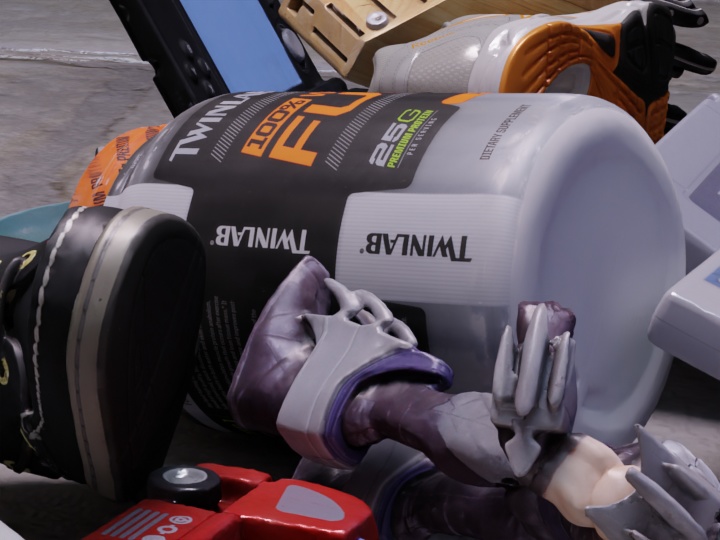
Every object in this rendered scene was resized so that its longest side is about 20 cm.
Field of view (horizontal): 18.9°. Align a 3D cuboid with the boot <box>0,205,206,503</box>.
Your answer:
[{"bbox_3d":[-0.125,0.012,0.627,0.152,0.074,0.204,18,-14,1],"label":"boot"}]

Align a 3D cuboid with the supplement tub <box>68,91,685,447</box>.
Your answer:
[{"bbox_3d":[0.000,0.000,0.741,0.199,0.124,0.122,4,12,35],"label":"supplement tub"}]

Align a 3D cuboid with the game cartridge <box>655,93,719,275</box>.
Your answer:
[{"bbox_3d":[0.172,-0.008,0.884,0.133,0.041,0.200,33,24,10],"label":"game cartridge"}]

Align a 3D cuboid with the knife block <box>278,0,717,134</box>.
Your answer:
[{"bbox_3d":[0.073,-0.094,1.020,0.199,0.177,0.064,-29,45,-16],"label":"knife block"}]

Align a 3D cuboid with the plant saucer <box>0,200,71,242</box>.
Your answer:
[{"bbox_3d":[-0.072,-0.001,0.956,0.198,0.028,0.200,3,13,-1],"label":"plant saucer"}]

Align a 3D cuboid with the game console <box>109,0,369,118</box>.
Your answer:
[{"bbox_3d":[-0.015,-0.111,1.025,0.116,0.177,0.200,-28,4,17],"label":"game console"}]

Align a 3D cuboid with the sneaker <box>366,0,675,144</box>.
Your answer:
[{"bbox_3d":[0.072,-0.084,0.936,0.091,0.077,0.199,9,6,28],"label":"sneaker"}]

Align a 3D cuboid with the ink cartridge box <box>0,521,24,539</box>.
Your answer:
[{"bbox_3d":[-0.203,0.080,0.552,0.198,0.051,0.162,1,6,-25],"label":"ink cartridge box"}]

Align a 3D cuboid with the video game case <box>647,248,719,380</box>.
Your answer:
[{"bbox_3d":[0.207,0.035,0.740,0.181,0.022,0.200,29,22,16],"label":"video game case"}]

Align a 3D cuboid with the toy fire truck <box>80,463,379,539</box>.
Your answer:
[{"bbox_3d":[-0.021,0.101,0.505,0.140,0.049,0.200,8,14,21],"label":"toy fire truck"}]

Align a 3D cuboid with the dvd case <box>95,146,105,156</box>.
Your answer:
[{"bbox_3d":[-0.044,-0.027,0.959,0.149,0.025,0.200,0,13,-7],"label":"dvd case"}]

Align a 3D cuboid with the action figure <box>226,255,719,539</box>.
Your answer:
[{"bbox_3d":[0.050,0.056,0.583,0.199,0.131,0.070,13,56,43],"label":"action figure"}]
